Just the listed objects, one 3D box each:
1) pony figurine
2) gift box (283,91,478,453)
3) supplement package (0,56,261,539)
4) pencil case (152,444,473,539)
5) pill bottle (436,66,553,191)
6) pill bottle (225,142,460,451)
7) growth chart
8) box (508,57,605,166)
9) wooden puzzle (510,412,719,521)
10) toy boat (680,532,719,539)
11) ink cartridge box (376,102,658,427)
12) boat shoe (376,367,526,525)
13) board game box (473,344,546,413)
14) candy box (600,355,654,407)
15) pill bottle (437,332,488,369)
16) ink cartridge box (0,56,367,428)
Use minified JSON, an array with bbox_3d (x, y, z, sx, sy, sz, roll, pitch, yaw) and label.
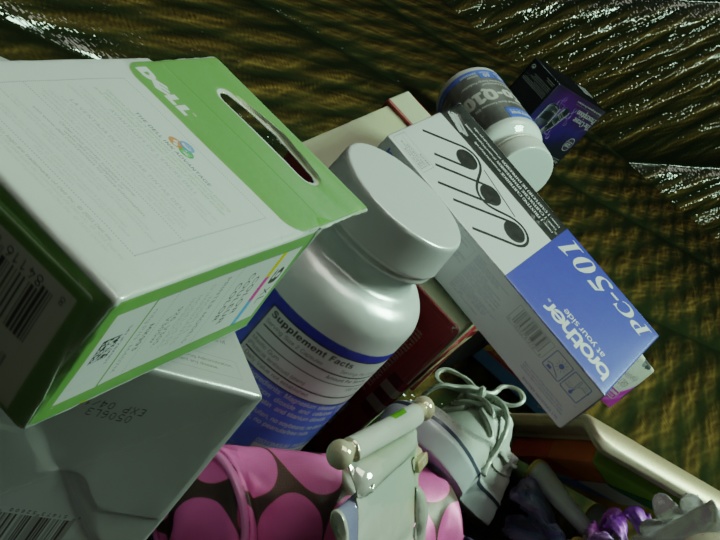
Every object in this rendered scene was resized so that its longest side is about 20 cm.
[{"bbox_3d":[0.185,0.220,0.779,0.193,0.167,0.200,39,2,-40],"label":"pony figurine"},{"bbox_3d":[0.000,0.000,0.801,0.185,0.200,0.186,51,37,5],"label":"gift box"},{"bbox_3d":[-0.149,0.012,0.487,0.121,0.120,0.201,20,29,-40],"label":"supplement package"},{"bbox_3d":[-0.023,0.147,0.612,0.199,0.090,0.095,16,75,-47],"label":"pencil case"},{"bbox_3d":[0.197,-0.199,1.629,0.113,0.114,0.201,24,27,-40],"label":"pill bottle"},{"bbox_3d":[-0.037,0.026,0.642,0.112,0.200,0.112,33,25,-18],"label":"pill bottle"},{"bbox_3d":[0.004,0.166,0.534,0.018,0.202,0.145,4,0,22],"label":"growth chart"},{"bbox_3d":[0.329,-0.277,1.982,0.199,0.141,0.079,12,39,-54],"label":"box"},{"bbox_3d":[0.199,0.161,0.856,0.184,0.037,0.200,30,-11,-14],"label":"wooden puzzle"},{"bbox_3d":[0.200,0.256,0.621,0.130,0.201,0.131,21,14,-44],"label":"toy boat"},{"bbox_3d":[0.093,-0.008,0.699,0.200,0.044,0.094,51,39,7],"label":"ink cartridge box"},{"bbox_3d":[0.074,0.108,0.750,0.074,0.086,0.202,28,-12,30],"label":"boat shoe"},{"bbox_3d":[0.143,0.034,1.162,0.200,0.056,0.196,42,21,-3],"label":"board game box"},{"bbox_3d":[0.181,0.025,1.046,0.200,0.061,0.136,54,9,28],"label":"candy box"},{"bbox_3d":[0.044,-0.019,1.006,0.111,0.112,0.201,11,38,-54],"label":"pill bottle"},{"bbox_3d":[-0.084,-0.024,0.416,0.104,0.059,0.200,44,23,9],"label":"ink cartridge box"}]
